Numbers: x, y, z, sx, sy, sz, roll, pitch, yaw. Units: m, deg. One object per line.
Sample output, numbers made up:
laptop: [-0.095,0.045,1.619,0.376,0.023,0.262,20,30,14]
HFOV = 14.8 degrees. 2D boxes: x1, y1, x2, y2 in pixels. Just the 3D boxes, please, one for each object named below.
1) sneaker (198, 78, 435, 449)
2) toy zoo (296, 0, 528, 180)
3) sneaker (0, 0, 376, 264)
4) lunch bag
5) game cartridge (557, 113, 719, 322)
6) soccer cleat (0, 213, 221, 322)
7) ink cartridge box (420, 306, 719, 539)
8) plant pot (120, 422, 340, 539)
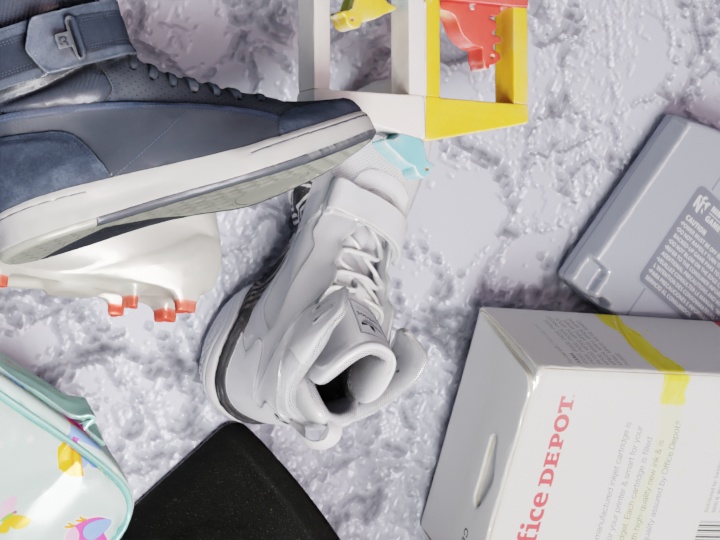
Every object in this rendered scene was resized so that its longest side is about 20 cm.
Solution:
sneaker: [0.000,0.000,1.427,0.075,0.115,0.201,31,87,-33]
toy zoo: [0.028,-0.147,1.424,0.131,0.020,0.201,2,85,-31]
sneaker: [-0.098,-0.097,1.333,0.201,0.077,0.147,-14,80,-26]
lunch bag: [-0.215,0.102,1.342,0.200,0.077,0.161,39,92,-34]
game cartridge: [0.215,0.003,1.602,0.200,0.040,0.134,40,86,-33]
soccer cleat: [-0.162,-0.024,1.362,0.199,0.069,0.078,9,76,-28]
ink cartridge box: [0.149,0.104,1.539,0.199,0.083,0.146,4,113,-25]
plant pot: [-0.049,0.235,1.429,0.199,0.177,0.200,-41,121,-14]
